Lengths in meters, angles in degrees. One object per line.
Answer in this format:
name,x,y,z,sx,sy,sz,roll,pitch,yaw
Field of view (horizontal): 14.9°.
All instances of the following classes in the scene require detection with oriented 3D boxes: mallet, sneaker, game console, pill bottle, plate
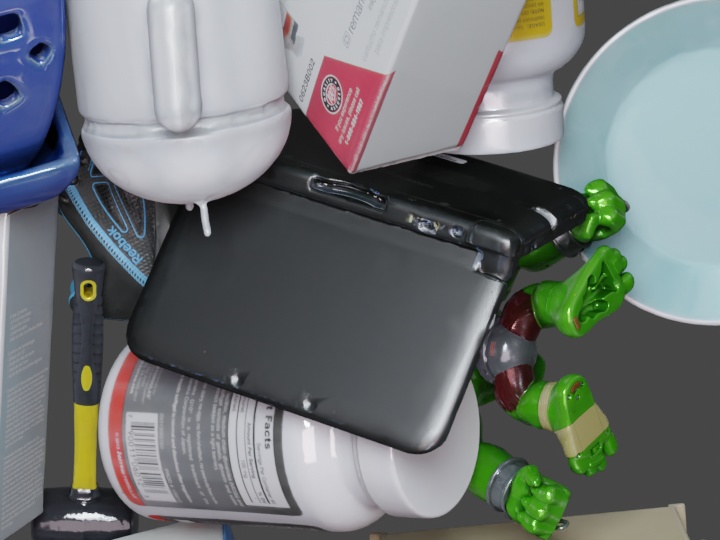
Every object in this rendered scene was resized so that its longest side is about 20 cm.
mallet,-0.152,0.084,1.628,0.066,0.041,0.200,8,118,-7
sneaker,-0.142,-0.064,1.593,0.082,0.073,0.200,-6,104,0
game console,0.000,0.000,1.534,0.200,0.176,0.116,18,111,23
pill bottle,-0.040,0.090,1.571,0.200,0.116,0.116,1,107,33
pill bottle,0.069,-0.171,1.551,0.112,0.112,0.200,-4,104,0
plate,0.212,-0.066,1.627,0.200,0.026,0.200,0,105,-1

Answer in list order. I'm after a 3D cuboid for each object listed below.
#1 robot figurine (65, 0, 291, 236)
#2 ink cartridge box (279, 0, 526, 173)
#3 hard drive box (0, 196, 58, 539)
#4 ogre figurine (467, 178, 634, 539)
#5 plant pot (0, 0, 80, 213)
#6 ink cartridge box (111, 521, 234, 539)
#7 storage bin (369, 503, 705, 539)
robot figurine,-0.097,-0.121,1.457,0.113,0.170,0.200,-5,105,3
ink cartridge box,-0.007,-0.175,1.484,0.083,0.200,0.145,-15,144,-33
hard drive box,-0.264,0.045,1.594,0.156,0.077,0.200,8,104,16
ogre figurine,0.088,0.046,1.598,0.120,0.098,0.200,5,98,41
plant pot,-0.260,-0.126,1.491,0.200,0.200,0.180,-15,127,-10
ink cartridge box,-0.109,0.256,1.662,0.116,0.067,0.200,-15,117,2
storage bin,0.112,0.253,1.672,0.200,0.094,0.199,-6,104,0
